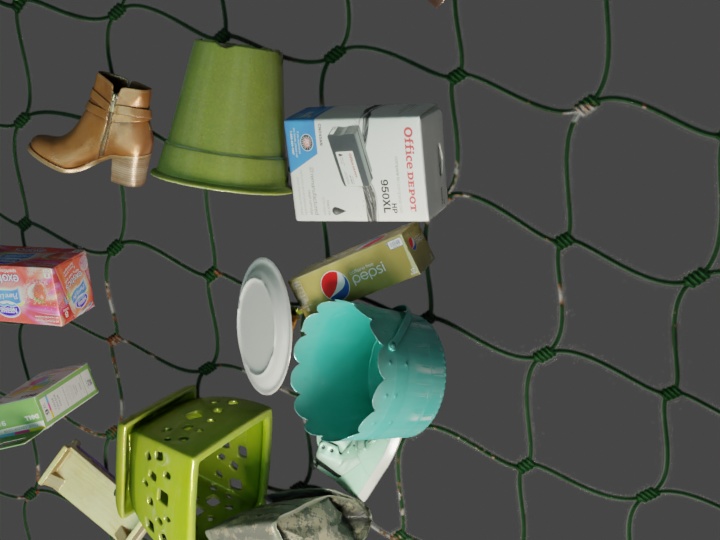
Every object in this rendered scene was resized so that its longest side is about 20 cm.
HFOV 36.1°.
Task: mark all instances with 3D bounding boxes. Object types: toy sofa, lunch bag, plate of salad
[{"bbox_3d":[-0.443,0.383,1.898,0.200,0.098,0.083,37,94,7],"label":"toy sofa"},{"bbox_3d":[-0.101,0.393,1.665,0.163,0.199,0.118,-16,89,41],"label":"lunch bag"},{"bbox_3d":[-0.134,0.081,1.620,0.200,0.048,0.202,7,98,62],"label":"plate of salad"}]

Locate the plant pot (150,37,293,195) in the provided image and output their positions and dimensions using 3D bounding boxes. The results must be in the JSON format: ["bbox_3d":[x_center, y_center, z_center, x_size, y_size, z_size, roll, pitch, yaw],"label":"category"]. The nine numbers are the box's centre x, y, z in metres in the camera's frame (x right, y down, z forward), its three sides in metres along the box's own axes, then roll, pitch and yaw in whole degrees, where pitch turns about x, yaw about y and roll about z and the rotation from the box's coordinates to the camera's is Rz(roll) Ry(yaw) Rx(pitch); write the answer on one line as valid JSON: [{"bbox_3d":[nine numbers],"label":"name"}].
[{"bbox_3d":[-0.176,-0.213,1.508,0.199,0.200,0.192,13,101,19],"label":"plant pot"}]

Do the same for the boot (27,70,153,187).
[{"bbox_3d":[-0.402,-0.220,1.650,0.199,0.077,0.156,17,116,14],"label":"boot"}]

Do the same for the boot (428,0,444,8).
[{"bbox_3d":[0.085,-0.450,1.374,0.166,0.072,0.200,33,118,-4],"label":"boot"}]

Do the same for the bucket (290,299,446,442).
[{"bbox_3d":[0.012,0.140,1.526,0.206,0.134,0.209,-12,75,51],"label":"bucket"}]

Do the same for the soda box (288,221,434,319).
[{"bbox_3d":[0.000,0.000,1.561,0.199,0.068,0.064,-22,99,28],"label":"soda box"}]

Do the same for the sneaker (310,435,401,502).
[{"bbox_3d":[-0.003,0.249,1.646,0.118,0.074,0.201,30,120,4],"label":"sneaker"}]

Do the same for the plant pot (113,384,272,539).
[{"bbox_3d":[-0.268,0.303,1.718,0.180,0.200,0.201,19,116,26],"label":"plant pot"}]

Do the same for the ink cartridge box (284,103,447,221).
[{"bbox_3d":[0.009,-0.145,1.495,0.198,0.084,0.146,1,109,23],"label":"ink cartridge box"}]

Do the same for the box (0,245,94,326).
[{"bbox_3d":[-0.545,0.023,1.793,0.198,0.095,0.103,4,111,22],"label":"box"}]

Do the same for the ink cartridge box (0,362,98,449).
[{"bbox_3d":[-0.530,0.220,1.797,0.103,0.200,0.060,-14,103,26],"label":"ink cartridge box"}]
